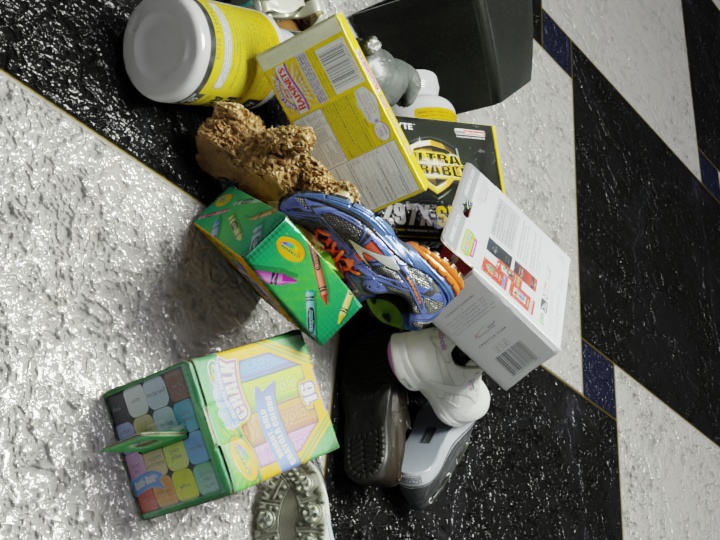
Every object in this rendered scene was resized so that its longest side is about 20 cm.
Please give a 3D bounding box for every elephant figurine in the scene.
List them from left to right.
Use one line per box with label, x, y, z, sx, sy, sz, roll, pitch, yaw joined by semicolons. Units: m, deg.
elephant figurine;-0.020;-0.148;1.192;0.155;0.141;0.201;19;92;-47

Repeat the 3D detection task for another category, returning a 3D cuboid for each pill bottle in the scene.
pill bottle;-0.148;-0.230;1.156;0.200;0.111;0.112;-8;79;-57
pill bottle;0.084;-0.160;1.430;0.104;0.104;0.201;10;65;-49

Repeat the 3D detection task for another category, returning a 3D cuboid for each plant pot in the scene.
plant pot;0.138;-0.321;1.522;0.200;0.199;0.178;-39;114;-53

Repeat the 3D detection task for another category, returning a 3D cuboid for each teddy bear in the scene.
teddy bear;-0.080;-0.100;1.128;0.067;0.199;0.145;-46;147;-31

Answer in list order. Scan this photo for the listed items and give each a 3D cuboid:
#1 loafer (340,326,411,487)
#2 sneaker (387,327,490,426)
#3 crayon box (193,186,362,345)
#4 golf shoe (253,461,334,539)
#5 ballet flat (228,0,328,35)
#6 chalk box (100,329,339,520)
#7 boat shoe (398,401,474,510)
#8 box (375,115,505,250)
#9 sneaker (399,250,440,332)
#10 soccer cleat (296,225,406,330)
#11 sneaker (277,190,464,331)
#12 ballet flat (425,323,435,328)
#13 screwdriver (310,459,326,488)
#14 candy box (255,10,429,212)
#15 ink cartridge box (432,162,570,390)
loafer;0.021;0.158;1.224;0.071;0.073;0.201;48;40;-45
sneaker;0.113;0.120;1.222;0.200;0.099;0.075;39;38;-50
crayon box;-0.087;-0.009;1.065;0.058;0.200;0.119;-43;114;-8
golf shoe;-0.051;0.291;1.069;0.097;0.078;0.201;31;54;-63
ballet flat;-0.081;-0.316;1.331;0.200;0.064;0.068;-15;84;-54
chalk box;-0.138;0.143;0.973;0.200;0.124;0.124;-13;83;-53
boat shoe;0.097;0.215;1.293;0.200;0.070;0.067;-50;135;-57
box;0.081;-0.107;1.320;0.199;0.049;0.161;3;72;-25
sneaker;0.079;0.048;1.348;0.075;0.070;0.201;12;61;-43
soccer cleat;0.000;0.000;1.236;0.200;0.068;0.081;33;13;-18
sneaker;0.005;-0.011;1.034;0.199;0.075;0.079;32;79;-8
ballet flat;0.073;0.028;1.294;0.200;0.068;0.068;37;47;2
screwdriver;-0.032;0.276;1.124;0.029;0.028;0.201;-10;82;-83
candy box;-0.017;-0.154;1.110;0.201;0.102;0.026;62;28;-14
ink cartridge box;0.139;0.000;1.188;0.176;0.084;0.200;43;30;-11
